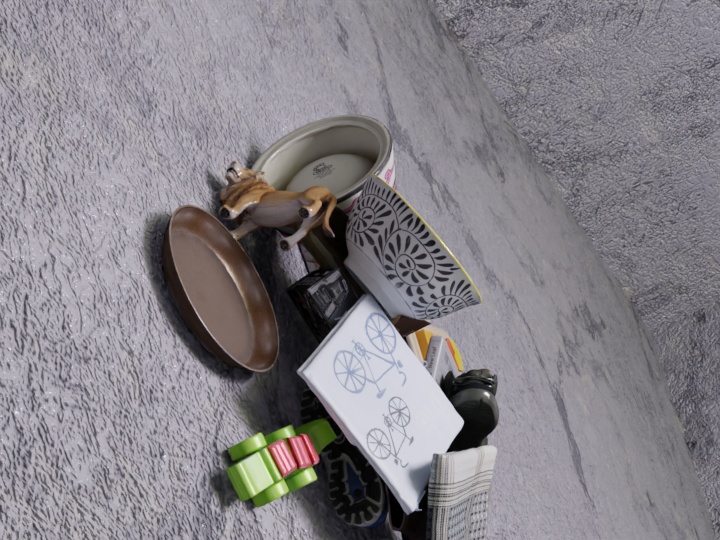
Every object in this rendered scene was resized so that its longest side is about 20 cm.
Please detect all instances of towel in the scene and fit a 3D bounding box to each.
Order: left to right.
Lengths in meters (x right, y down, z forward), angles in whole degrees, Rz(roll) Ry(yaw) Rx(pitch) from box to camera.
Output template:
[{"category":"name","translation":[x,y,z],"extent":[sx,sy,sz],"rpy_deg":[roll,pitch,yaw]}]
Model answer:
[{"category":"towel","translation":[0.115,0.296,1.514],"extent":[0.200,0.034,0.195],"rpy_deg":[12,82,-69]}]

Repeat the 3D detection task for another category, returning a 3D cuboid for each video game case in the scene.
[{"category":"video game case","translation":[0.106,0.215,1.746],"extent":[0.201,0.022,0.183],"rpy_deg":[65,33,-49]}]

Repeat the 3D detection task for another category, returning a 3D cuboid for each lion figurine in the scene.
[{"category":"lion figurine","translation":[-0.091,-0.074,1.583],"extent":[0.122,0.198,0.073],"rpy_deg":[-41,134,-51]}]

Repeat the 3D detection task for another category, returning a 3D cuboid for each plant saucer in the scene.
[{"category":"plant saucer","translation":[-0.157,0.024,1.459],"extent":[0.201,0.032,0.201],"rpy_deg":[54,19,-28]}]

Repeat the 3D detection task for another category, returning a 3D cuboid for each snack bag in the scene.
[{"category":"snack bag","translation":[0.029,0.143,1.485],"extent":[0.201,0.021,0.189],"rpy_deg":[52,34,-8]}]

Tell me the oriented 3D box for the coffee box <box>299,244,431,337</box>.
[{"category":"coffee box","translation":[0.000,0.000,1.796],"extent":[0.080,0.114,0.201],"rpy_deg":[24,41,-63]}]

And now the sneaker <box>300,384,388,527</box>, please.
[{"category":"sneaker","translation":[-0.014,0.206,1.551],"extent":[0.089,0.078,0.202],"rpy_deg":[57,17,-62]}]

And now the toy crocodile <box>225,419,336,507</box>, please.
[{"category":"toy crocodile","translation":[-0.080,0.194,1.375],"extent":[0.068,0.061,0.200],"rpy_deg":[64,18,7]}]

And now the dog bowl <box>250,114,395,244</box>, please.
[{"category":"dog bowl","translation":[-0.043,-0.112,1.733],"extent":[0.201,0.198,0.074],"rpy_deg":[-94,164,-52]}]

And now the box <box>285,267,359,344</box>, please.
[{"category":"box","translation":[-0.008,0.094,1.622],"extent":[0.201,0.050,0.158],"rpy_deg":[58,-11,-5]}]

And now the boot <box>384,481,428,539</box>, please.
[{"category":"boot","translation":[0.060,0.298,1.540],"extent":[0.166,0.072,0.202],"rpy_deg":[26,60,-68]}]

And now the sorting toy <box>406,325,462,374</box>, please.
[{"category":"sorting toy","translation":[0.129,0.160,2.048],"extent":[0.185,0.036,0.202],"rpy_deg":[23,43,-63]}]

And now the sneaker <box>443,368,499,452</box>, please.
[{"category":"sneaker","translation":[0.132,0.157,1.654],"extent":[0.200,0.075,0.115],"rpy_deg":[82,11,-64]}]

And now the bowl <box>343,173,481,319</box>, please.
[{"category":"bowl","translation":[0.042,-0.007,1.574],"extent":[0.201,0.094,0.201],"rpy_deg":[49,-4,4]}]

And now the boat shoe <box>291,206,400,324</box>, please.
[{"category":"boat shoe","translation":[-0.017,-0.008,1.672],"extent":[0.072,0.076,0.201],"rpy_deg":[-55,129,-29]}]
